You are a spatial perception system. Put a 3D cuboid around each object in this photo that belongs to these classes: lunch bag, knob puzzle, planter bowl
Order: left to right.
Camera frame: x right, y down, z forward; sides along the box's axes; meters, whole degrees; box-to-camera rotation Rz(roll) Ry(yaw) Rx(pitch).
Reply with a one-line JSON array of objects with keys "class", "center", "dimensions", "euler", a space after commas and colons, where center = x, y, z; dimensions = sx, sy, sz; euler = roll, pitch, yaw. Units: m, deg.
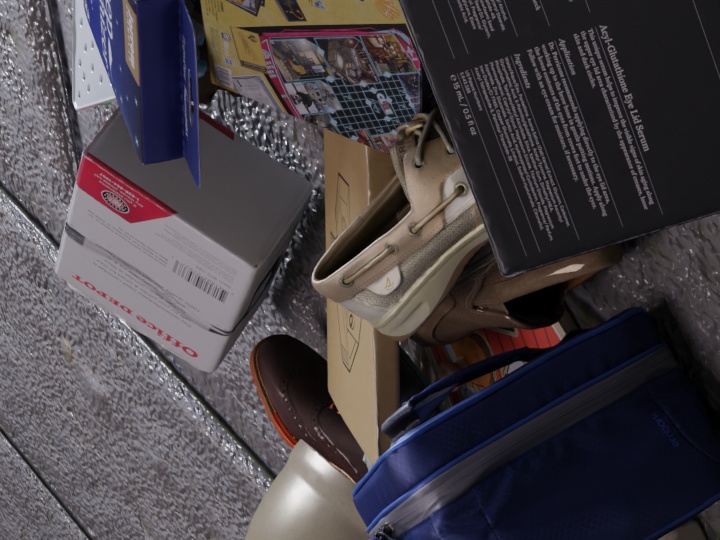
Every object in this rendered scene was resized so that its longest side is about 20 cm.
[{"class": "planter bowl", "center": [-0.004, 0.224, 1.406], "dimensions": [0.200, 0.135, 0.200], "euler": [40, 176, 3]}, {"class": "knob puzzle", "center": [0.072, 0.037, 1.354], "dimensions": [0.220, 0.030, 0.220], "euler": [46, 152, 33]}, {"class": "lunch bag", "center": [0.088, 0.111, 1.188], "dimensions": [0.133, 0.199, 0.136], "euler": [59, 159, 11]}]

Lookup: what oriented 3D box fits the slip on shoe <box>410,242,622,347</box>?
[{"class": "slip on shoe", "center": [0.085, 0.008, 1.224], "dimensions": [0.200, 0.076, 0.061], "euler": [-44, 66, 52]}]

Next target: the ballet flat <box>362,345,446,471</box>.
[{"class": "ballet flat", "center": [0.048, 0.132, 1.418], "dimensions": [0.200, 0.073, 0.073], "euler": [51, 157, -1]}]

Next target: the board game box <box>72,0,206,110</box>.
[{"class": "board game box", "center": [-0.145, -0.212, 1.426], "dimensions": [0.200, 0.026, 0.201], "euler": [176, 94, -65]}]

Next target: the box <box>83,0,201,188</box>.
[{"class": "box", "center": [-0.134, -0.151, 1.299], "dimensions": [0.200, 0.032, 0.122], "euler": [-116, 21, -43]}]

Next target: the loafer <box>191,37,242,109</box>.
[{"class": "loafer", "center": [-0.081, -0.155, 1.428], "dimensions": [0.071, 0.073, 0.200], "euler": [31, 161, -20]}]

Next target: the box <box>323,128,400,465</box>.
[{"class": "box", "center": [0.000, 0.000, 1.333], "dimensions": [0.164, 0.021, 0.201], "euler": [-125, 33, -73]}]

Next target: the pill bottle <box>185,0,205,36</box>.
[{"class": "pill bottle", "center": [-0.045, -0.215, 1.214], "dimensions": [0.111, 0.111, 0.200], "euler": [56, 156, 13]}]

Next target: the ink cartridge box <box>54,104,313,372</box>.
[{"class": "ink cartridge box", "center": [-0.130, -0.028, 1.571], "dimensions": [0.145, 0.084, 0.200], "euler": [33, 153, 2]}]

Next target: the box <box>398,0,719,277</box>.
[{"class": "box", "center": [0.100, -0.117, 0.979], "dimensions": [0.140, 0.079, 0.201], "euler": [-16, 106, 22]}]

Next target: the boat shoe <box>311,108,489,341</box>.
[{"class": "boat shoe", "center": [0.046, -0.050, 1.156], "dimensions": [0.200, 0.065, 0.072], "euler": [-52, 19, 29]}]

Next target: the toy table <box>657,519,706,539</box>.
[{"class": "toy table", "center": [0.181, 0.249, 1.256], "dimensions": [0.200, 0.117, 0.185], "euler": [11, 125, 60]}]

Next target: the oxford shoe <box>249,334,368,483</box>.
[{"class": "oxford shoe", "center": [0.000, 0.110, 1.550], "dimensions": [0.200, 0.071, 0.073], "euler": [46, 144, 15]}]

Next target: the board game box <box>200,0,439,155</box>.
[{"class": "board game box", "center": [-0.020, -0.142, 1.150], "dimensions": [0.135, 0.035, 0.200], "euler": [23, 154, 13]}]
